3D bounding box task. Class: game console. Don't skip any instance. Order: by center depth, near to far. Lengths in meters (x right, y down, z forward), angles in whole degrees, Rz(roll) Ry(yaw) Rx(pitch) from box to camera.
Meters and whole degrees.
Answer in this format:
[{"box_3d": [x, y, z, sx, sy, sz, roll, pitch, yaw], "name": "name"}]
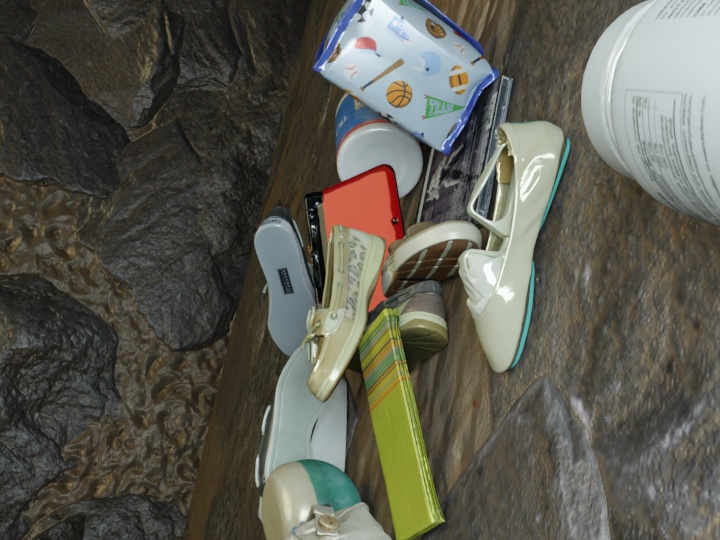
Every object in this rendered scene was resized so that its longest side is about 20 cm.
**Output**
[{"box_3d": [0.000, 0.000, 1.059, 0.173, 0.117, 0.202, 79, -176, -70], "name": "game console"}]

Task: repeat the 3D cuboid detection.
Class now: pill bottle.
[{"box_3d": [0.174, -0.070, 0.352, 0.200, 0.112, 0.115, -125, 51, -73], "name": "pill bottle"}, {"box_3d": [0.021, -0.185, 1.148, 0.201, 0.111, 0.113, -93, 23, -56], "name": "pill bottle"}]

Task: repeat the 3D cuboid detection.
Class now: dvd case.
[{"box_3d": [0.103, -0.102, 0.916, 0.200, 0.016, 0.150, 152, 131, -72], "name": "dvd case"}]

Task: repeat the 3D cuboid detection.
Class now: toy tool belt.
[{"box_3d": [-0.052, 0.313, 0.794, 0.125, 0.122, 0.202, 44, 121, 45], "name": "toy tool belt"}]

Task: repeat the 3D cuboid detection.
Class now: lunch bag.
[{"box_3d": [0.045, -0.232, 0.927, 0.124, 0.169, 0.200, -54, 12, 15], "name": "lunch bag"}]

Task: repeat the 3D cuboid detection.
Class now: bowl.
[{"box_3d": [-0.083, 0.258, 1.172, 0.201, 0.074, 0.201, -87, 18, -48], "name": "bowl"}]

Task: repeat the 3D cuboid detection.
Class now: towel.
[{"box_3d": [0.034, 0.142, 0.794, 0.086, 0.018, 0.202, 124, 140, -56], "name": "towel"}]

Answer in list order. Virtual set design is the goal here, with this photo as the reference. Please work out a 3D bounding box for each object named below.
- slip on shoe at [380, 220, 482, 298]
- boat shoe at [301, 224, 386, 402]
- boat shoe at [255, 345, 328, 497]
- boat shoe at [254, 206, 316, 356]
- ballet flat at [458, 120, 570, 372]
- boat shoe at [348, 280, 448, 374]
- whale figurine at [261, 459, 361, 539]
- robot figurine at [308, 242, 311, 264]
[{"box_3d": [0.066, -0.022, 0.858, 0.200, 0.075, 0.061, 120, 152, -71], "name": "slip on shoe"}, {"box_3d": [-0.026, 0.041, 0.879, 0.074, 0.062, 0.201, 120, 169, -50], "name": "boat shoe"}, {"box_3d": [-0.088, 0.187, 1.069, 0.060, 0.075, 0.202, -39, 28, 52], "name": "boat shoe"}, {"box_3d": [-0.092, 0.016, 1.107, 0.068, 0.073, 0.201, -79, -24, -61], "name": "boat shoe"}, {"box_3d": [0.110, -0.023, 0.681, 0.069, 0.069, 0.202, 174, 110, -76], "name": "ballet flat"}, {"box_3d": [0.036, 0.064, 0.904, 0.201, 0.071, 0.067, -38, 33, 61], "name": "boat shoe"}, {"box_3d": [-0.041, 0.307, 0.937, 0.159, 0.103, 0.202, 143, 117, -64], "name": "whale figurine"}, {"box_3d": [-0.084, 0.056, 1.436, 0.145, 0.058, 0.202, 122, 159, -56], "name": "robot figurine"}]
